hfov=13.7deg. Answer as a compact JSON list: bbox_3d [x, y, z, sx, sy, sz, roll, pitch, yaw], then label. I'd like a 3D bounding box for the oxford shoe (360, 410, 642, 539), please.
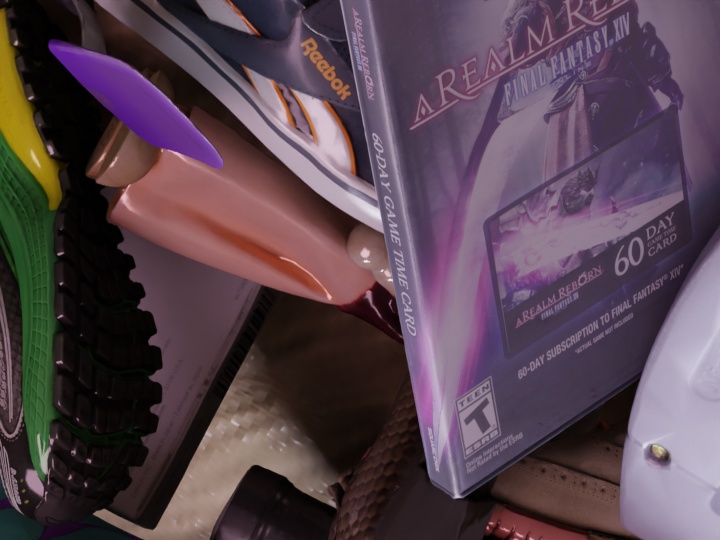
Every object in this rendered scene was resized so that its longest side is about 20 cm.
[{"bbox_3d":[0.100,0.072,1.030,0.199,0.074,0.071,14,174,-5],"label":"oxford shoe"}]

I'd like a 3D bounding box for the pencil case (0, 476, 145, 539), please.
[{"bbox_3d":[-0.119,0.119,1.066,0.092,0.085,0.200,31,172,-32],"label":"pencil case"}]

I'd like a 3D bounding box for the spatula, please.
[{"bbox_3d":[-0.094,-0.081,0.997,0.057,0.021,0.200,45,-177,-33],"label":"spatula"}]

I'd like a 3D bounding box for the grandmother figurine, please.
[{"bbox_3d":[0.000,0.000,1.048,0.199,0.121,0.061,31,97,-11],"label":"grandmother figurine"}]

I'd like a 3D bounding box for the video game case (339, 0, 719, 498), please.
[{"bbox_3d":[0.064,-0.045,0.913,0.019,0.143,0.201,30,142,43],"label":"video game case"}]

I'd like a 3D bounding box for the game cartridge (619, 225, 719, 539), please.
[{"bbox_3d":[0.156,0.037,0.913,0.133,0.041,0.200,28,137,4],"label":"game cartridge"}]

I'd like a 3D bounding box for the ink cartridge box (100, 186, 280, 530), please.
[{"bbox_3d":[-0.141,0.003,1.120,0.199,0.109,0.050,27,174,8],"label":"ink cartridge box"}]

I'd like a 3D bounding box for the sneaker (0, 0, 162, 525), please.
[{"bbox_3d":[-0.127,0.001,1.054,0.085,0.201,0.078,-23,150,14],"label":"sneaker"}]

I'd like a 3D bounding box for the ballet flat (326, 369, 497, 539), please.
[{"bbox_3d":[0.046,0.019,0.976,0.067,0.201,0.046,30,178,-43],"label":"ballet flat"}]

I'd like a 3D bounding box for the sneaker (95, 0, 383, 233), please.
[{"bbox_3d":[-0.005,-0.082,0.978,0.200,0.079,0.079,35,130,-11],"label":"sneaker"}]

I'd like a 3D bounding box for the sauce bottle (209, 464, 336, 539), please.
[{"bbox_3d":[0.044,0.126,1.012,0.199,0.065,0.065,28,139,7],"label":"sauce bottle"}]
